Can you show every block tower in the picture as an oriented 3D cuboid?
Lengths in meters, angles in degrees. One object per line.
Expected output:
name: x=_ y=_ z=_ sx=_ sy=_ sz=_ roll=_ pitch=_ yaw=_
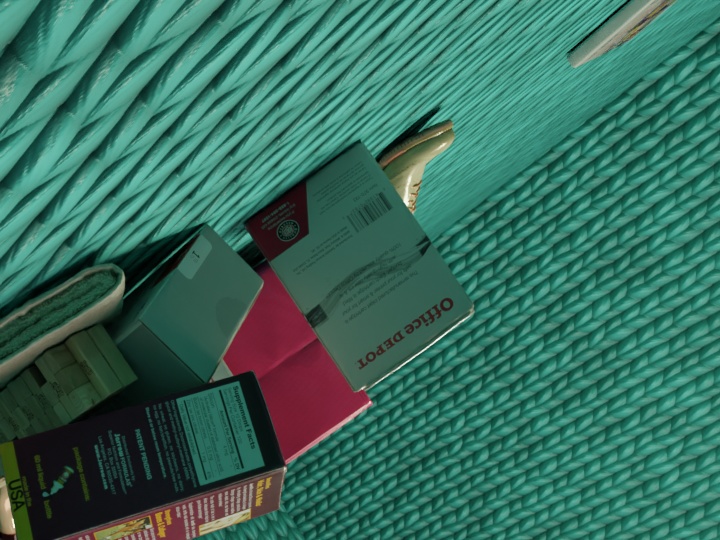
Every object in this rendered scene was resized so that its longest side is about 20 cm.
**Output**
block tower: x=-0.265 y=0.119 z=0.878 sx=0.199 sy=0.058 sz=0.054 roll=-38 pitch=175 yaw=30

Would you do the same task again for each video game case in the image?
video game case: x=0.386 y=-0.356 z=1.482 sx=0.182 sy=0.023 sz=0.200 roll=-31 pitch=173 yaw=-47

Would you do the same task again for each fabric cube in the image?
fabric cube: x=-0.128 y=0.120 z=1.298 sx=0.198 sy=0.201 sz=0.196 roll=-34 pitch=-174 yaw=-6

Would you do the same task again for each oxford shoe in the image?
oxford shoe: x=0.049 y=-0.099 z=1.268 sx=0.071 sy=0.074 sz=0.200 roll=-31 pitch=174 yaw=-46

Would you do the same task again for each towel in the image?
towel: x=-0.266 y=0.063 z=0.834 sx=0.199 sy=0.035 sz=0.133 roll=-33 pitch=177 yaw=-18

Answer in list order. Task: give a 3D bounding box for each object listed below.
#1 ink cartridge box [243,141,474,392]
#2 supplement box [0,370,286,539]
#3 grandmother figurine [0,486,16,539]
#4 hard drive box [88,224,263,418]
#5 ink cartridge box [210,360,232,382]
ink cartridge box: x=0.000 y=0.000 z=1.105 sx=0.144 sy=0.201 sz=0.083 roll=-34 pitch=176 yaw=-3
supplement box: x=-0.164 y=0.161 z=0.858 sx=0.197 sy=0.087 sz=0.111 roll=-16 pitch=155 yaw=-14
grandmother figurine: x=-0.447 y=0.330 z=1.436 sx=0.121 sy=0.060 sz=0.203 roll=-25 pitch=128 yaw=-53
hard drive box: x=-0.192 y=0.076 z=0.957 sx=0.199 sy=0.077 sz=0.156 roll=-37 pitch=-165 yaw=29
ink cartridge box: x=-0.231 y=0.134 z=1.134 sx=0.199 sy=0.146 sz=0.084 roll=-35 pitch=175 yaw=-10
